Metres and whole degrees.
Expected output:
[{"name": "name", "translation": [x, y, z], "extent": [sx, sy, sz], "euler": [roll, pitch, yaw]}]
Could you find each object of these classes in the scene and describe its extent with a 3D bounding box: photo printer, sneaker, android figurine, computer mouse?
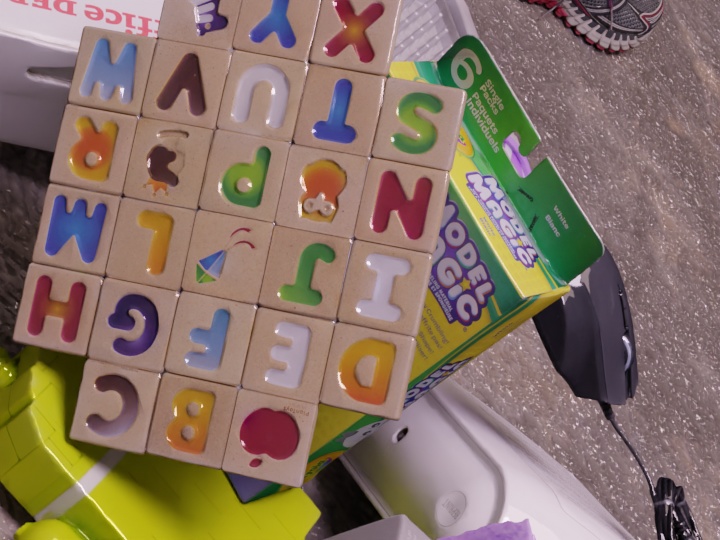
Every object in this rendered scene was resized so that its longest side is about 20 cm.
[{"name": "photo printer", "translation": [0.078, 0.129, 0.965], "extent": [0.166, 0.070, 0.200], "euler": [38, 3, -27]}, {"name": "sneaker", "translation": [0.175, -0.232, 1.581], "extent": [0.199, 0.075, 0.081], "euler": [18, 42, -45]}, {"name": "android figurine", "translation": [-0.088, 0.095, 0.882], "extent": [0.200, 0.041, 0.182], "euler": [48, 30, -6]}, {"name": "computer mouse", "translation": [0.123, 0.064, 0.905], "extent": [0.201, 0.034, 0.059], "euler": [65, 24, -2]}]

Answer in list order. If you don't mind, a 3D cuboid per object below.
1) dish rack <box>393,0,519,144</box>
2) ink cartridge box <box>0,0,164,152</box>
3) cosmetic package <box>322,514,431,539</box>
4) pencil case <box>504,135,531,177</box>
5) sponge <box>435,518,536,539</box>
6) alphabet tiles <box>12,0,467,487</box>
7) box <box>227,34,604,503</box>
[{"name": "dish rack", "translation": [0.018, -0.134, 1.285], "extent": [0.171, 0.043, 0.201], "euler": [21, 41, -40]}, {"name": "ink cartridge box", "translation": [-0.146, -0.157, 0.982], "extent": [0.144, 0.084, 0.202], "euler": [10, 54, -22]}, {"name": "cosmetic package", "translation": [0.040, 0.204, 0.850], "extent": [0.200, 0.090, 0.107], "euler": [48, 37, -31]}, {"name": "pencil case", "translation": [-0.007, -0.028, 0.971], "extent": [0.084, 0.199, 0.086], "euler": [28, 72, -33]}, {"name": "sponge", "translation": [-0.024, 0.164, 0.743], "extent": [0.112, 0.198, 0.030], "euler": [-96, 165, -46]}, {"name": "alphabet tiles", "translation": [-0.050, -0.021, 0.824], "extent": [0.006, 0.165, 0.202], "euler": [34, 68, -77]}, {"name": "box", "translation": [0.000, 0.000, 0.867], "extent": [0.048, 0.200, 0.118], "euler": [-10, 66, -58]}]
